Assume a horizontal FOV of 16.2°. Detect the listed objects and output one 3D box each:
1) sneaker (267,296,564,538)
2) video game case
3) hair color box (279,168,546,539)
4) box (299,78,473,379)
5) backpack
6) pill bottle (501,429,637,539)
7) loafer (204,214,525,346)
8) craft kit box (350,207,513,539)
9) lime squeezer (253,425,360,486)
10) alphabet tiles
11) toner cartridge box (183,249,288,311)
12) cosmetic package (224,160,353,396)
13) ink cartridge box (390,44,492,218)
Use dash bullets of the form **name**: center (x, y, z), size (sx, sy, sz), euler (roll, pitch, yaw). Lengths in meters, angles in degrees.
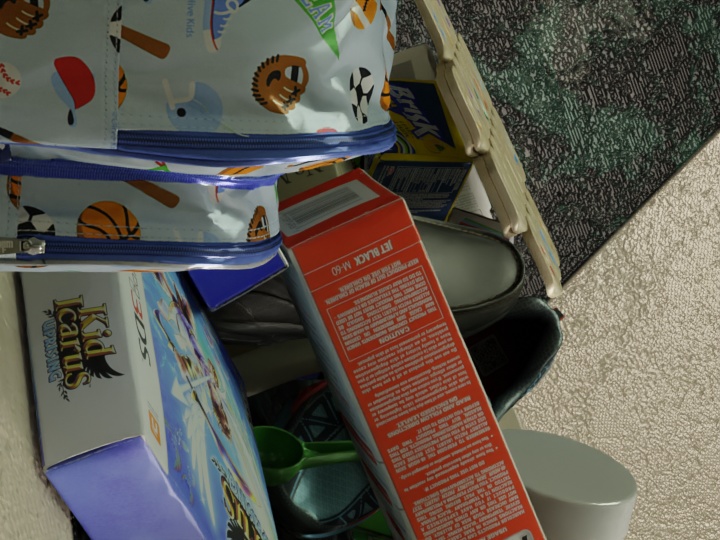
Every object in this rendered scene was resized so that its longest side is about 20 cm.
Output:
- **sneaker**: center (0.029, 0.070, 1.379), size (0.079, 0.200, 0.096), euler (53, -22, -2)
- **video game case**: center (-0.085, 0.065, 1.071), size (0.200, 0.045, 0.182), euler (64, 10, -47)
- **hair color box**: center (0.022, 0.058, 1.208), size (0.111, 0.064, 0.200), euler (-138, -155, -75)
- **box**: center (0.000, -0.022, 1.506), size (0.200, 0.064, 0.070), euler (116, -32, -43)
- **backpack**: center (-0.079, -0.074, 0.889), size (0.200, 0.190, 0.155), euler (-84, 170, -76)
- **pill bottle**: center (0.081, 0.196, 1.373), size (0.120, 0.119, 0.200), euler (-91, -166, -71)
- **loafer**: center (0.000, 0.000, 1.293), size (0.072, 0.200, 0.073), euler (127, -46, -55)
- **craft kit box**: center (0.045, 0.085, 1.539), size (0.198, 0.048, 0.200), euler (73, 35, -73)
- **lime squeezer**: center (-0.053, 0.071, 1.262), size (0.200, 0.071, 0.038), euler (33, 39, -27)
- **alphabet tiles**: center (0.070, -0.081, 1.462), size (0.200, 0.015, 0.196), euler (-76, 140, -78)
- **toner cartridge box**: center (-0.102, -0.078, 1.154), size (0.200, 0.043, 0.095), euler (61, -4, -3)
- **cosmetic package**: center (-0.055, -0.043, 1.402), size (0.071, 0.105, 0.200), euler (50, 19, -68)
- **ink cartridge box**: center (-0.004, -0.046, 1.582), size (0.200, 0.161, 0.050), euler (61, 13, -56)
